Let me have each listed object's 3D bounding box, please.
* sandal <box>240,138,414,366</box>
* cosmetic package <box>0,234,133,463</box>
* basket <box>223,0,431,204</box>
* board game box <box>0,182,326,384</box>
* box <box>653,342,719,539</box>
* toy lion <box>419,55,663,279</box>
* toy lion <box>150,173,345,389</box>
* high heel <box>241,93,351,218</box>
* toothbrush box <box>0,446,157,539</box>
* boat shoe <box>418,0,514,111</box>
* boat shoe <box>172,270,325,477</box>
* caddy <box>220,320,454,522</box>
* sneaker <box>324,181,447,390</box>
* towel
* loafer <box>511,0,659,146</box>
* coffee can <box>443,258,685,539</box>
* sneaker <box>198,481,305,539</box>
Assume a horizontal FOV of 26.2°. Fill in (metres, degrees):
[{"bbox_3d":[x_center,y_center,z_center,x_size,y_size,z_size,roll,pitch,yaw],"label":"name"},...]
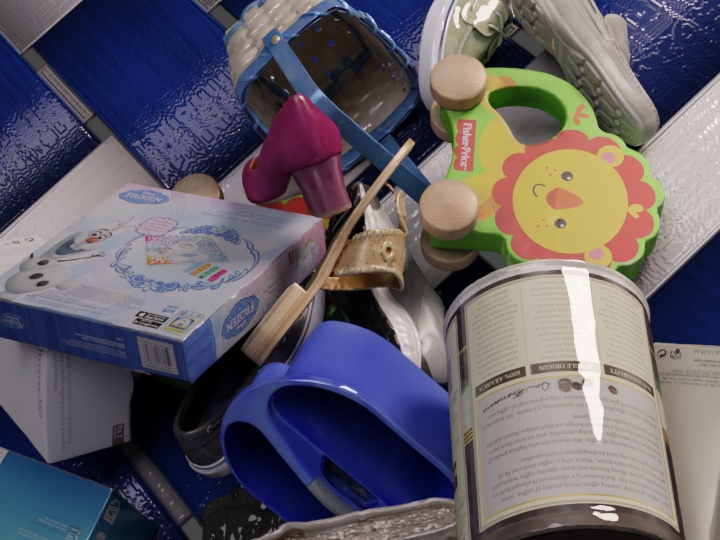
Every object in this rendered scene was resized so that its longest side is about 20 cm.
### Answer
[{"bbox_3d":[-0.001,0.001,1.182,0.069,0.078,0.212,39,72,0],"label":"sandal"},{"bbox_3d":[-0.266,0.061,1.298,0.080,0.114,0.200,-11,28,-30],"label":"cosmetic package"},{"bbox_3d":[-0.021,-0.147,1.321,0.139,0.176,0.200,-45,43,6],"label":"basket"},{"bbox_3d":[-0.161,0.004,1.219,0.198,0.044,0.199,11,34,28],"label":"board game box"},{"bbox_3d":[0.224,0.157,1.072,0.068,0.082,0.202,3,60,25],"label":"box"},{"bbox_3d":[0.146,-0.073,1.239,0.190,0.069,0.202,3,59,5],"label":"toy lion"},{"bbox_3d":[-0.104,0.017,1.325,0.191,0.069,0.201,26,73,26],"label":"toy lion"},{"bbox_3d":[-0.060,-0.103,1.242,0.067,0.097,0.200,-24,17,-20],"label":"high heel"},{"bbox_3d":[-0.277,0.258,1.229,0.145,0.085,0.201,13,65,29],"label":"toothbrush box"},{"bbox_3d":[0.104,-0.226,1.371,0.061,0.072,0.201,4,59,28],"label":"boat shoe"},{"bbox_3d":[-0.092,0.063,1.221,0.069,0.066,0.201,11,59,34],"label":"boat shoe"},{"bbox_3d":[-0.006,0.136,1.112,0.141,0.200,0.105,-37,20,36],"label":"caddy"},{"bbox_3d":[0.024,0.018,1.253,0.074,0.079,0.202,-50,49,44],"label":"sneaker"},{"bbox_3d":[0.000,0.220,1.100,0.198,0.133,0.035,-13,48,15],"label":"towel"},{"bbox_3d":[0.199,-0.190,1.306,0.069,0.070,0.201,-23,61,-12],"label":"loafer"},{"bbox_3d":[0.130,0.115,1.007,0.145,0.147,0.201,-14,50,16],"label":"coffee can"},{"bbox_3d":[-0.083,0.183,1.204,0.103,0.060,0.201,-12,56,17],"label":"sneaker"}]
